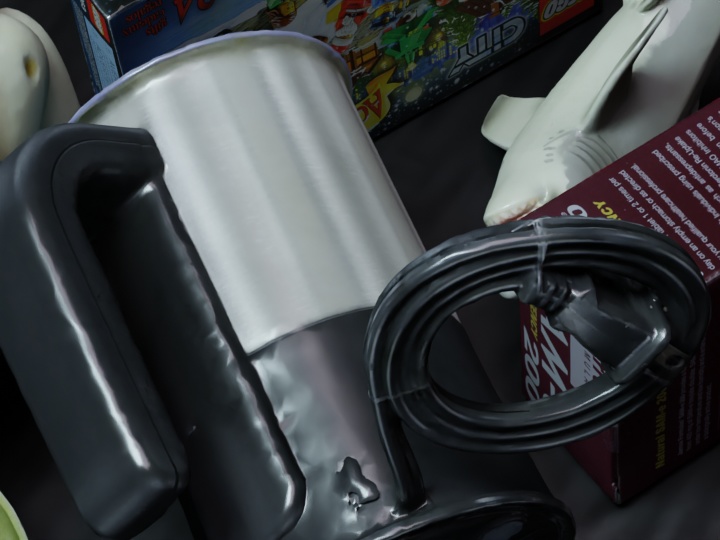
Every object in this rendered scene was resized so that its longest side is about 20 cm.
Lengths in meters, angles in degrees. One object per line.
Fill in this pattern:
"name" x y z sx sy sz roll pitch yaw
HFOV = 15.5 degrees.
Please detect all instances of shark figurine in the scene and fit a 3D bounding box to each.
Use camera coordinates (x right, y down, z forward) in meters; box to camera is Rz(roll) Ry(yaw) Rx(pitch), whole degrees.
"shark figurine" 0.125 -0.069 0.948 0.089 0.128 0.215 41 93 -15

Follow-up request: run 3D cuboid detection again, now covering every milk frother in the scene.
"milk frother" 0.000 0.000 0.830 0.200 0.180 0.189 -33 63 15

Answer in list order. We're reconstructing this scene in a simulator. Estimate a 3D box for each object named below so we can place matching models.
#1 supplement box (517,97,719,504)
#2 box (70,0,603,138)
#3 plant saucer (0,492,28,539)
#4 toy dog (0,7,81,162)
"supplement box" 0.149 -0.017 0.899 0.200 0.109 0.061 -31 59 -16
"box" -0.003 -0.104 0.953 0.200 0.137 0.038 -30 57 -14
"plant saucer" -0.187 0.142 0.842 0.199 0.031 0.200 -13 48 14
"toy dog" -0.169 -0.030 0.877 0.139 0.194 0.200 6 37 -1
